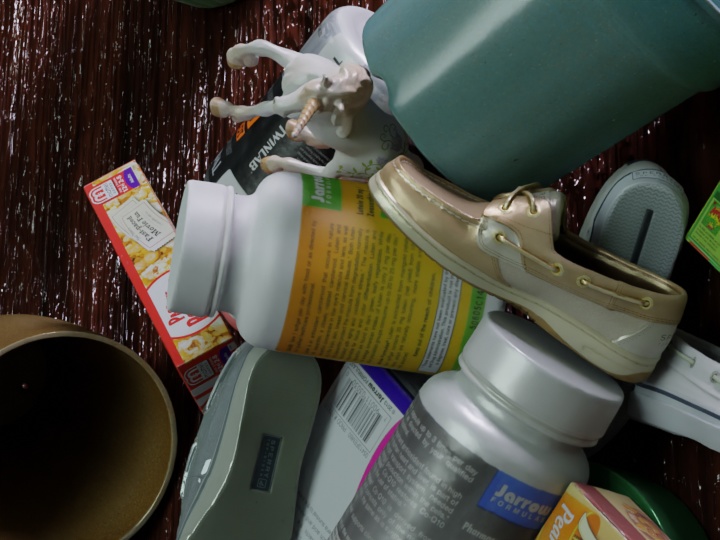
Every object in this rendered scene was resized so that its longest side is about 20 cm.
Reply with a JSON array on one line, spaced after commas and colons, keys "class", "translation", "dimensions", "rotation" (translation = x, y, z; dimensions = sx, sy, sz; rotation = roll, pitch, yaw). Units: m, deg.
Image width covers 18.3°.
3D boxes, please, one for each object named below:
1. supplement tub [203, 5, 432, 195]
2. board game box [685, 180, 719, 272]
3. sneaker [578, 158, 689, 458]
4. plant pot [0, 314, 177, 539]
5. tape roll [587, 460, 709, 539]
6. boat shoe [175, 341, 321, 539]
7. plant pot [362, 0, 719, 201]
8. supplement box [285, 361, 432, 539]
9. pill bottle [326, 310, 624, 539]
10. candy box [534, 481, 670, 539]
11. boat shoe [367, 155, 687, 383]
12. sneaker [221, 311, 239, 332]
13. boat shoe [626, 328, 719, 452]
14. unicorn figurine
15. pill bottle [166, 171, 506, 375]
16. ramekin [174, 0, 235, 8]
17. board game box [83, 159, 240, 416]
[{"class": "supplement tub", "translation": [-0.027, -0.074, 1.555], "dimensions": [0.200, 0.122, 0.123], "rotation": [-50, 45, 22]}, {"class": "board game box", "translation": [0.272, -0.003, 1.241], "dimensions": [0.102, 0.048, 0.200], "rotation": [-61, 38, 19]}, {"class": "sneaker", "translation": [0.153, 0.026, 1.371], "dimensions": [0.071, 0.073, 0.201], "rotation": [-69, 1, -70]}, {"class": "plant pot", "translation": [-0.262, 0.108, 1.721], "dimensions": [0.200, 0.186, 0.187], "rotation": [33, 101, 61]}, {"class": "tape roll", "translation": [0.126, 0.215, 1.338], "dimensions": [0.200, 0.048, 0.201], "rotation": [-20, 62, 42]}, {"class": "boat shoe", "translation": [-0.079, 0.138, 1.435], "dimensions": [0.071, 0.070, 0.201], "rotation": [16, 88, 68]}, {"class": "plant pot", "translation": [0.120, -0.150, 1.343], "dimensions": [0.196, 0.200, 0.201], "rotation": [-38, 50, 22]}, {"class": "supplement box", "translation": [0.006, 0.164, 1.447], "dimensions": [0.200, 0.103, 0.101], "rotation": [-57, 43, 14]}, {"class": "pill bottle", "translation": [0.064, 0.131, 1.314], "dimensions": [0.200, 0.114, 0.114], "rotation": [-59, 42, 14]}, {"class": "candy box", "translation": [0.115, 0.235, 1.264], "dimensions": [0.200, 0.055, 0.115], "rotation": [-58, 43, 14]}, {"class": "boat shoe", "translation": [0.100, -0.017, 1.299], "dimensions": [0.069, 0.200, 0.074], "rotation": [-57, 2, 20]}, {"class": "sneaker", "translation": [0.000, 0.000, 1.465], "dimensions": [0.199, 0.087, 0.074], "rotation": [-3, 50, 7]}, {"class": "boat shoe", "translation": [0.226, 0.075, 1.258], "dimensions": [0.200, 0.073, 0.067], "rotation": [17, 91, 50]}, {"class": "unicorn figurine", "translation": [-0.026, -0.097, 1.388], "dimensions": [0.137, 0.200, 0.074], "rotation": [7, 82, 38]}, {"class": "pill bottle", "translation": [-0.015, -0.001, 1.381], "dimensions": [0.111, 0.199, 0.111], "rotation": [-171, 90, -82]}, {"class": "ramekin", "translation": [-0.130, -0.306, 1.770], "dimensions": [0.200, 0.098, 0.201], "rotation": [-20, 62, 42]}, {"class": "board game box", "translation": [-0.121, 0.038, 1.598], "dimensions": [0.046, 0.152, 0.200], "rotation": [-28, 47, -4]}]
